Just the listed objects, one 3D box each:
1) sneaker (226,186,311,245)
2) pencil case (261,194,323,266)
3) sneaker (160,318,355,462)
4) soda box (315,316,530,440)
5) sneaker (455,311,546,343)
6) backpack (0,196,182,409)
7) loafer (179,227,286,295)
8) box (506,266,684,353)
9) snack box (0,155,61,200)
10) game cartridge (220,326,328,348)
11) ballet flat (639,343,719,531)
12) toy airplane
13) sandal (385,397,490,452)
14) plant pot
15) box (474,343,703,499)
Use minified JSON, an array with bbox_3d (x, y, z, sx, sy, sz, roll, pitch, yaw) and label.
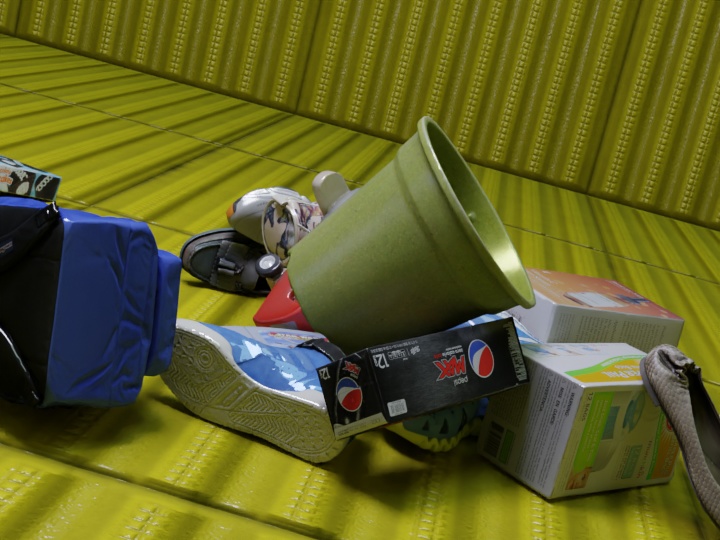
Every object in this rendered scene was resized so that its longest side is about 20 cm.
[{"bbox_3d":[-0.068,-0.031,1.485,0.198,0.076,0.093,17,50,-31],"label":"sneaker"},{"bbox_3d":[-0.017,-0.048,1.440,0.197,0.091,0.078,-1,17,-31],"label":"pencil case"},{"bbox_3d":[-0.082,0.093,1.112,0.198,0.078,0.111,23,21,16],"label":"sneaker"},{"bbox_3d":[0.058,0.091,1.075,0.198,0.064,0.070,-8,-12,-46],"label":"soda box"},{"bbox_3d":[0.163,0.096,1.378,0.198,0.080,0.089,21,12,24],"label":"sneaker"},{"bbox_3d":[-0.258,0.028,1.036,0.198,0.165,0.167,9,-3,39],"label":"backpack"},{"bbox_3d":[-0.120,-0.004,1.507,0.198,0.073,0.063,8,20,-34],"label":"loafer"},{"bbox_3d":[0.261,0.073,1.514,0.197,0.108,0.152,7,15,-28],"label":"box"},{"bbox_3d":[-0.494,-0.134,1.628,0.115,0.038,0.200,19,3,19],"label":"snack box"},{"bbox_3d":[-0.049,0.097,1.239,0.197,0.042,0.133,8,19,-27],"label":"game cartridge"},{"bbox_3d":[0.317,0.157,1.122,0.067,0.046,0.202,-8,69,-49],"label":"ballet flat"},{"bbox_3d":[0.000,0.000,1.334,0.198,0.201,0.141,9,24,-37],"label":"toy airplane"},{"bbox_3d":[0.091,0.117,1.195,0.079,0.088,0.199,25,19,33],"label":"sandal"},{"bbox_3d":[0.037,-0.009,1.173,0.201,0.183,0.201,53,15,-21],"label":"plant pot"},{"bbox_3d":[0.221,0.138,1.192,0.198,0.114,0.101,4,17,-43],"label":"box"}]
